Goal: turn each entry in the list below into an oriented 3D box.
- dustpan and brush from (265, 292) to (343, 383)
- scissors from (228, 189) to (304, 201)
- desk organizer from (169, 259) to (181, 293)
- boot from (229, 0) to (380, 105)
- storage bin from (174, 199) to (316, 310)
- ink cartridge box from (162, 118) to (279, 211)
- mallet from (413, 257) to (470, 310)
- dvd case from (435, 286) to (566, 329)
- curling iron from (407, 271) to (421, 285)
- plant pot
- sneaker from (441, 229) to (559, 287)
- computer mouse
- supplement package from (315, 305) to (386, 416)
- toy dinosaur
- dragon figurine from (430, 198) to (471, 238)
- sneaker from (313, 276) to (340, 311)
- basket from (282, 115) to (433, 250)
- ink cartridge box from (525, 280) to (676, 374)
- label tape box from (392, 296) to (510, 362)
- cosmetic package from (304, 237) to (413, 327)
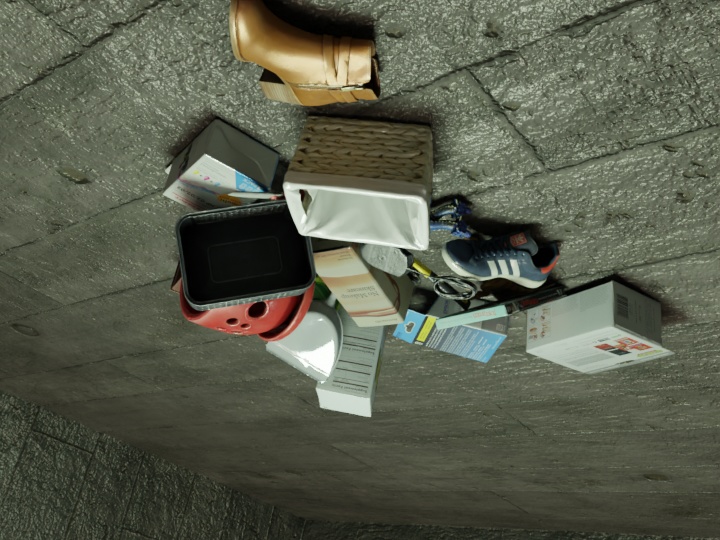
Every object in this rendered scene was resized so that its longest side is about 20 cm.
[{"bbox_3d":[-0.073,0.089,1.477,0.138,0.202,0.057,30,-164,-4],"label":"dustpan and brush"},{"bbox_3d":[-0.126,-0.109,1.189,0.197,0.014,0.073,-12,172,-39],"label":"scissors"},{"bbox_3d":[-0.266,0.032,1.565,0.197,0.073,0.077,24,148,-22],"label":"desk organizer"},{"bbox_3d":[-0.061,-0.263,0.927,0.151,0.075,0.200,6,164,16],"label":"boot"},{"bbox_3d":[-0.174,-0.023,1.202,0.196,0.138,0.094,-9,175,-12],"label":"storage bin"},{"bbox_3d":[-0.227,-0.141,1.225,0.114,0.069,0.199,27,149,-27],"label":"ink cartridge box"},{"bbox_3d":[0.104,0.009,1.307,0.200,0.066,0.041,44,142,-13],"label":"mallet"},{"bbox_3d":[0.240,0.063,1.342,0.144,0.022,0.198,-17,178,43],"label":"dvd case"},{"bbox_3d":[0.015,-0.009,1.419,0.196,0.026,0.050,12,140,6],"label":"curling iron"},{"bbox_3d":[-0.192,0.016,1.373,0.181,0.205,0.199,23,152,-37],"label":"plant pot"},{"bbox_3d":[0.222,-0.031,1.228,0.196,0.076,0.085,6,140,-26],"label":"sneaker"},{"bbox_3d":[0.090,-0.007,1.231,0.197,0.034,0.059,25,132,6],"label":"computer mouse"},{"bbox_3d":[-0.013,0.169,1.568,0.107,0.204,0.114,9,154,7],"label":"supplement package"},{"bbox_3d":[0.228,0.015,1.333,0.198,0.061,0.105,32,146,-32],"label":"toy dinosaur"},{"bbox_3d":[0.073,-0.093,1.197,0.197,0.060,0.099,21,151,-17],"label":"dragon figurine"},{"bbox_3d":[-0.133,0.044,1.515,0.196,0.085,0.074,12,153,2],"label":"sneaker"},{"bbox_3d":[0.007,-0.123,1.099,0.196,0.126,0.136,8,153,11],"label":"basket"},{"bbox_3d":[0.420,0.107,1.391,0.173,0.086,0.199,21,152,-29],"label":"ink cartridge box"},{"bbox_3d":[0.172,0.102,1.516,0.196,0.067,0.144,16,152,0],"label":"label tape box"},{"bbox_3d":[0.000,0.000,1.338,0.102,0.088,0.201,-9,136,32],"label":"cosmetic package"}]
